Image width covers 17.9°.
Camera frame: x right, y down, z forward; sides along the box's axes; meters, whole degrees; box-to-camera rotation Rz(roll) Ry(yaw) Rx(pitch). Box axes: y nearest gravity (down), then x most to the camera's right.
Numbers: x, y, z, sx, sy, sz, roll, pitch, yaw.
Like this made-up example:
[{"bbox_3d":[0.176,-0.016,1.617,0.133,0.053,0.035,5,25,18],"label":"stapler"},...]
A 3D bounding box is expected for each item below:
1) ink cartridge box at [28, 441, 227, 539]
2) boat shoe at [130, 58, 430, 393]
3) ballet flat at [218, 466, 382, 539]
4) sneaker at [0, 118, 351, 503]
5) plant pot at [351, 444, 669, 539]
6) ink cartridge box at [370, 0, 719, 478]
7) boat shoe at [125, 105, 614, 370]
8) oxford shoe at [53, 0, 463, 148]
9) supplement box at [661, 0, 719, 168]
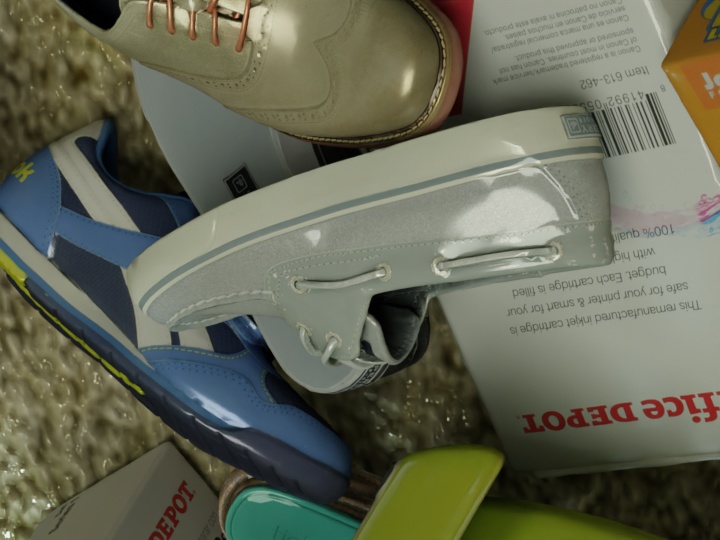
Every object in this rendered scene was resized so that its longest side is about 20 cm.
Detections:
[{"bbox_3d":[-0.072,0.197,1.006,0.084,0.145,0.200,-34,102,25],"label":"ink cartridge box"},{"bbox_3d":[-0.027,-0.049,0.929,0.074,0.068,0.200,-36,77,34],"label":"boat shoe"},{"bbox_3d":[0.035,0.127,0.994,0.199,0.067,0.068,30,112,-2],"label":"ballet flat"},{"bbox_3d":[-0.072,0.015,0.946,0.200,0.074,0.082,41,77,10],"label":"sneaker"},{"bbox_3d":[0.056,0.175,0.862,0.181,0.199,0.201,30,86,3],"label":"plant pot"},{"bbox_3d":[0.096,-0.031,0.879,0.145,0.083,0.201,-10,113,38],"label":"ink cartridge box"},{"bbox_3d":[0.001,0.000,0.834,0.200,0.070,0.072,-18,81,29],"label":"boat shoe"},{"bbox_3d":[-0.051,-0.091,0.846,0.199,0.074,0.071,20,100,38],"label":"oxford shoe"},{"bbox_3d":[0.185,-0.018,0.810,0.066,0.069,0.200,-11,121,43],"label":"supplement box"}]
